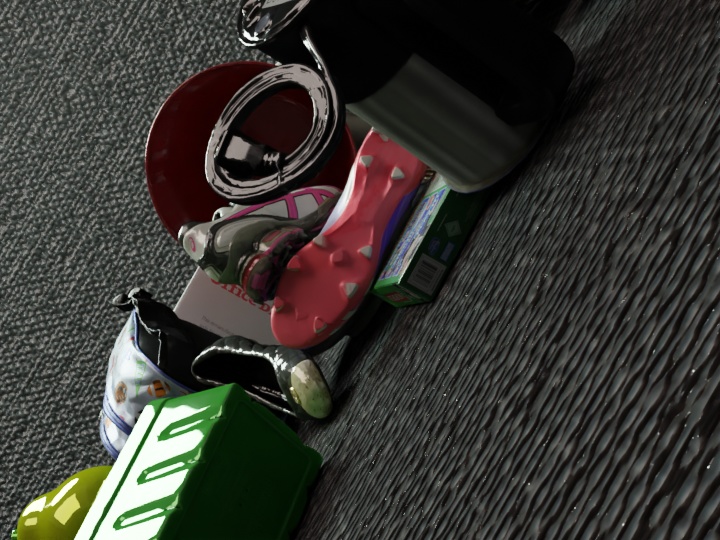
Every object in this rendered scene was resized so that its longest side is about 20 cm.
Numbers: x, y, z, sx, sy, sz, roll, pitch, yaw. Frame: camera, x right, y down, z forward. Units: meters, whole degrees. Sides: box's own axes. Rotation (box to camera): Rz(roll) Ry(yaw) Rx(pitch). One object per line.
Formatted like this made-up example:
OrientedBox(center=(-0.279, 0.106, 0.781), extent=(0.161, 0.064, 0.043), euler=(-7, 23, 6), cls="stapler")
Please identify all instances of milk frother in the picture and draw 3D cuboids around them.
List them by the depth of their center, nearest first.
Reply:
OrientedBox(center=(0.014, -0.103, 0.970), extent=(0.200, 0.188, 0.180), euler=(-56, 27, 3), cls="milk frother")

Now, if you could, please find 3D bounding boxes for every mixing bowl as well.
OrientedBox(center=(-0.092, -0.105, 1.439), extent=(0.200, 0.200, 0.108), euler=(-58, 1, 18), cls="mixing bowl")

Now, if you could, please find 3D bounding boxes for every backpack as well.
OrientedBox(center=(-0.157, 0.124, 1.419), extent=(0.191, 0.200, 0.154), euler=(-132, 63, -80), cls="backpack")

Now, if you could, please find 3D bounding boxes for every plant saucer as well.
OrientedBox(center=(0.000, 0.000, 1.314), extent=(0.200, 0.050, 0.200), euler=(-60, 5, 9), cls="plant saucer")

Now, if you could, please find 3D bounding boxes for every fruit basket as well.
OrientedBox(center=(-0.148, 0.194, 1.097), extent=(0.216, 0.155, 0.216), euler=(-44, 16, 16), cls="fruit basket")

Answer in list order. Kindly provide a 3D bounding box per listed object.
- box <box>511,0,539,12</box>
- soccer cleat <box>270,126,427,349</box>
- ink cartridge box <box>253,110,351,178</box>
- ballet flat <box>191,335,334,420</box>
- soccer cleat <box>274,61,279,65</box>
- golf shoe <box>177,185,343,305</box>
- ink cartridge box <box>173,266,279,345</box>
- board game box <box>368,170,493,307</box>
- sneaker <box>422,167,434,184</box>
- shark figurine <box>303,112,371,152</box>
OrientedBox(center=(0.070, -0.286, 1.285), extent=(0.166, 0.165, 0.200), euler=(-26, -1, -11), cls="box")
OrientedBox(center=(-0.003, -0.025, 1.185), extent=(0.200, 0.067, 0.076), euler=(-63, -16, -5), cls="soccer cleat")
OrientedBox(center=(-0.041, -0.085, 1.608), extent=(0.200, 0.144, 0.147), euler=(-62, 6, -22), cls="ink cartridge box")
OrientedBox(center=(-0.077, 0.093, 1.257), extent=(0.057, 0.067, 0.200), euler=(-23, 14, -25), cls="ballet flat")
OrientedBox(center=(-0.022, -0.211, 1.529), extent=(0.200, 0.078, 0.069), euler=(-28, -31, -4), cls="soccer cleat")
OrientedBox(center=(-0.070, -0.038, 1.245), extent=(0.200, 0.092, 0.073), euler=(-30, -35, -64), cls="golf shoe")
OrientedBox(center=(-0.144, 0.103, 1.577), extent=(0.200, 0.145, 0.083), euler=(-61, 4, -12), cls="ink cartridge box")
OrientedBox(center=(0.075, -0.068, 1.119), extent=(0.200, 0.029, 0.135), euler=(-61, 5, -7), cls="board game box")
OrientedBox(center=(0.071, -0.143, 1.348), extent=(0.200, 0.071, 0.080), euler=(-40, 17, 55), cls="sneaker")
OrientedBox(center=(0.053, -0.151, 1.459), extent=(0.214, 0.128, 0.090), euler=(-32, 3, 13), cls="shark figurine")
